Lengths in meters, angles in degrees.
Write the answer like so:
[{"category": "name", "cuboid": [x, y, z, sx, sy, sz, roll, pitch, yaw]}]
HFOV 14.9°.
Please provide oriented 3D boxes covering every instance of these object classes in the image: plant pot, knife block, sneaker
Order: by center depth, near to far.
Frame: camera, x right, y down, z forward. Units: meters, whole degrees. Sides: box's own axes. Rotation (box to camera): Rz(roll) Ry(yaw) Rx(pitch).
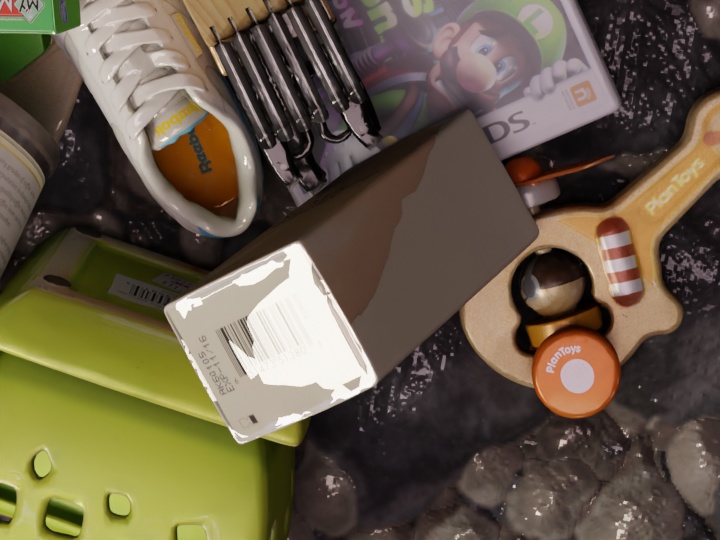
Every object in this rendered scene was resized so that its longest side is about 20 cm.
[{"category": "knife block", "cuboid": [-0.055, -0.143, 1.387, 0.064, 0.201, 0.176, -25, 143, 1]}, {"category": "sneaker", "cuboid": [-0.107, -0.107, 1.405, 0.076, 0.081, 0.201, -33, 114, 2]}, {"category": "plant pot", "cuboid": [-0.122, 0.094, 1.436, 0.199, 0.199, 0.183, 19, 104, -1]}]

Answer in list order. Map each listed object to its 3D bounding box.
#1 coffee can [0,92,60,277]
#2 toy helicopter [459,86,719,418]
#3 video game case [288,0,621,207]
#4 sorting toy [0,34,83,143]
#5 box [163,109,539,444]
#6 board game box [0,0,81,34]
[{"category": "coffee can", "cuboid": [-0.258, -0.001, 1.388, 0.146, 0.146, 0.201, 24, 74, -4]}, {"category": "toy helicopter", "cuboid": [0.131, -0.027, 1.445, 0.200, 0.079, 0.132, -44, 92, 6]}, {"category": "video game case", "cuboid": [0.015, -0.138, 1.430, 0.181, 0.023, 0.201, -23, 106, 12]}, {"category": "sorting toy", "cuboid": [-0.214, -0.179, 1.428, 0.184, 0.037, 0.201, 22, 109, -3]}, {"category": "box", "cuboid": [0.000, 0.000, 1.351, 0.095, 0.200, 0.078, -26, 98, 32]}, {"category": "board game box", "cuboid": [-0.237, -0.188, 1.379, 0.199, 0.029, 0.136, 3, 106, 24]}]
